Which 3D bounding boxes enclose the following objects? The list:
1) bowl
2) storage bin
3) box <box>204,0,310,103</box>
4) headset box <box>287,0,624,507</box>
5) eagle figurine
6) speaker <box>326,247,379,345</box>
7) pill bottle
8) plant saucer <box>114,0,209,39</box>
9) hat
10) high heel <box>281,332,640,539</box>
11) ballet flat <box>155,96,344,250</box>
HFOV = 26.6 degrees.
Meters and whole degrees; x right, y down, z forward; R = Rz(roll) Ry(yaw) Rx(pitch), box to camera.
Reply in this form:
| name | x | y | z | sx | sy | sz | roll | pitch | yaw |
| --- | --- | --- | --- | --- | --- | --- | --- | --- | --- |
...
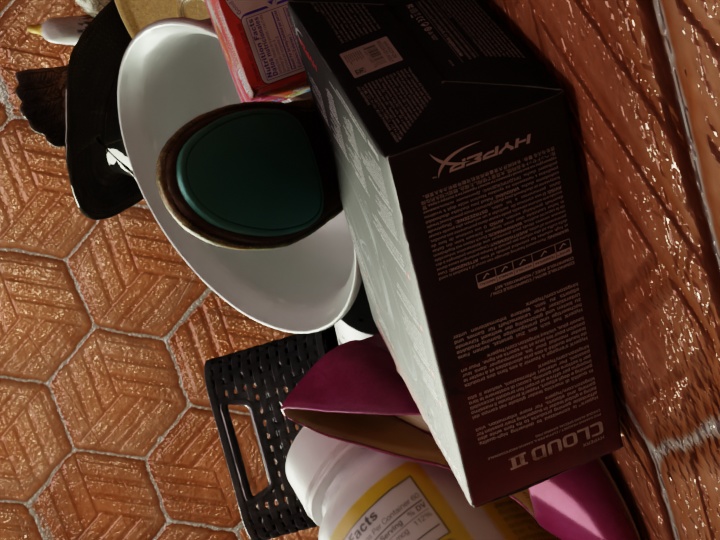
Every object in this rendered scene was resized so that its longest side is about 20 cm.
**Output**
| name | x | y | z | sx | sy | sz | roll | pitch | yaw |
| --- | --- | --- | --- | --- | --- | --- | --- | --- | --- |
| bowl | -0.046 | -0.072 | 0.901 | 0.200 | 0.090 | 0.202 | 32 | 140 | 30 |
| storage bin | -0.041 | 0.117 | 1.160 | 0.200 | 0.093 | 0.137 | 5 | -111 | -84 |
| box | -0.044 | -0.190 | 0.745 | 0.095 | 0.099 | 0.202 | -167 | 57 | -83 |
| headset box | 0.042 | -0.012 | 0.656 | 0.149 | 0.077 | 0.201 | -118 | 9 | -55 |
| eagle figurine | -0.187 | -0.178 | 1.172 | 0.153 | 0.150 | 0.200 | 63 | -177 | -17 |
| speaker | 0.028 | 0.059 | 1.009 | 0.201 | 0.081 | 0.082 | 80 | 168 | -56 |
| pill bottle | 0.048 | 0.157 | 0.809 | 0.200 | 0.114 | 0.115 | 53 | 165 | 33 |
| plant saucer | -0.090 | -0.167 | 0.961 | 0.199 | 0.035 | 0.201 | 23 | 139 | 21 |
| hat | -0.136 | -0.118 | 1.110 | 0.080 | 0.201 | 0.201 | 24 | 154 | 19 |
| high heel | 0.046 | 0.093 | 0.738 | 0.200 | 0.095 | 0.068 | 45 | 159 | 39 |
| ballet flat | -0.036 | -0.050 | 0.733 | 0.070 | 0.199 | 0.071 | 15 | 115 | 36 |
